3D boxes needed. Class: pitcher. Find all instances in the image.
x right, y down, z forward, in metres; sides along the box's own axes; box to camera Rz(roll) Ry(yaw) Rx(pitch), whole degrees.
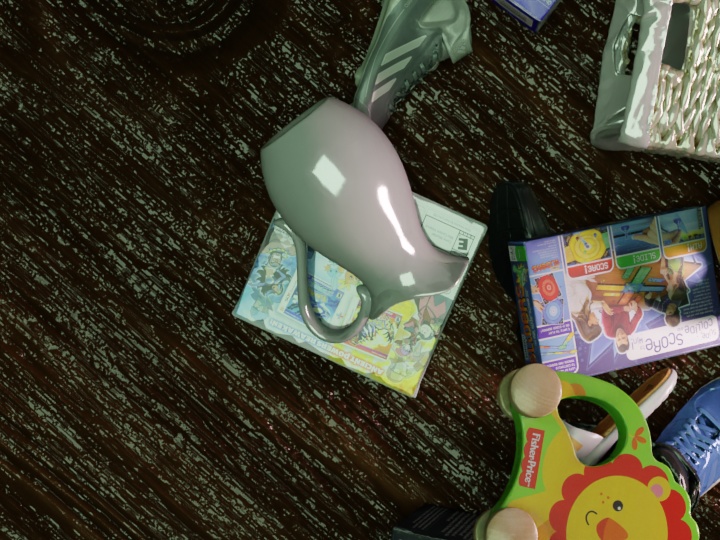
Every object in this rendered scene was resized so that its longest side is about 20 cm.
[{"bbox_3d":[-0.021,-0.042,1.272,0.171,0.121,0.201,-33,101,19],"label":"pitcher"}]

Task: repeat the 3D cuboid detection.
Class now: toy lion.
[{"bbox_3d":[0.204,0.196,1.201,0.189,0.069,0.202,12,79,-5],"label":"toy lion"}]

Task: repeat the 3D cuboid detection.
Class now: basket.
[{"bbox_3d":[0.307,-0.195,1.226,0.159,0.200,0.201,10,95,2],"label":"basket"}]

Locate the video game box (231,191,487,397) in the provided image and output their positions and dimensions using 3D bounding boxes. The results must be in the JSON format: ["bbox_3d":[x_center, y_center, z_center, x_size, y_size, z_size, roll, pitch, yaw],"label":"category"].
[{"bbox_3d":[0.000,0.000,1.344,0.198,0.047,0.184,24,93,3],"label":"video game box"}]

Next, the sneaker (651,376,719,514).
[{"bbox_3d":[0.304,0.174,1.280,0.077,0.111,0.200,42,84,17],"label":"sneaker"}]

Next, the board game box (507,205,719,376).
[{"bbox_3d":[0.241,0.023,1.287,0.198,0.034,0.137,-10,95,-20],"label":"board game box"}]

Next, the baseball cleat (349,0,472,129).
[{"bbox_3d":[0.048,-0.196,1.314,0.105,0.070,0.202,17,96,4],"label":"baseball cleat"}]

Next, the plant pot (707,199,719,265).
[{"bbox_3d":[0.420,-0.029,1.241,0.182,0.200,0.202,-19,92,21],"label":"plant pot"}]

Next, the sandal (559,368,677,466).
[{"bbox_3d":[0.213,0.152,1.325,0.206,0.079,0.059,-43,88,-2],"label":"sandal"}]

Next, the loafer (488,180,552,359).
[{"bbox_3d":[0.178,0.007,1.324,0.072,0.073,0.202,-20,99,-28],"label":"loafer"}]

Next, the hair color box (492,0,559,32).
[{"bbox_3d":[0.201,-0.322,1.271,0.065,0.109,0.201,35,97,2],"label":"hair color box"}]

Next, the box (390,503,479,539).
[{"bbox_3d":[0.126,0.348,1.303,0.196,0.123,0.202,10,96,19],"label":"box"}]
